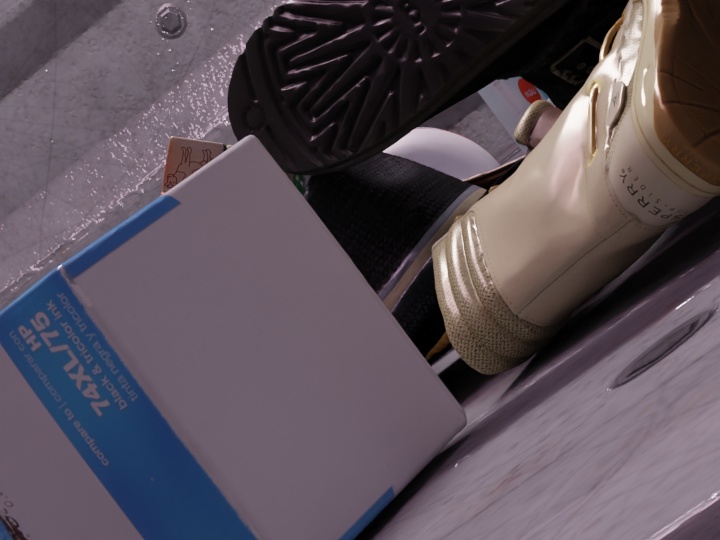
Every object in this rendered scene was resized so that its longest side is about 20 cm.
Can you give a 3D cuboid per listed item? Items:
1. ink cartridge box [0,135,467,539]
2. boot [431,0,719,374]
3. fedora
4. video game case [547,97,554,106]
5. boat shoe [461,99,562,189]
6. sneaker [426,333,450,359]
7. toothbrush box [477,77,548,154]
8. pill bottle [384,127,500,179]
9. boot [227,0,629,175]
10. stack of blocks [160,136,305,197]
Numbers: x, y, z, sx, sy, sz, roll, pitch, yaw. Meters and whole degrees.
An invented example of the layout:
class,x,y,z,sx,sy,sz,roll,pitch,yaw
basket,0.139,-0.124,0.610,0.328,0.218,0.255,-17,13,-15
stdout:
class,x,y,z,sx,sy,sz,roll,pitch,yaw
ink cartridge box,-0.095,0.076,1.001,0.200,0.146,0.147,-36,2,35
boot,0.103,-0.051,1.091,0.155,0.073,0.200,-45,15,30
fedora,0.000,0.000,1.209,0.201,0.091,0.201,-53,-6,-8
video game case,0.203,-0.155,1.374,0.200,0.022,0.183,-9,-40,-56
boat shoe,0.105,-0.051,1.279,0.202,0.075,0.075,-31,6,36
sneaker,0.059,-0.023,1.393,0.200,0.088,0.075,-36,0,-1
toothbrush box,0.123,-0.150,1.556,0.085,0.200,0.146,-39,4,-21
pill bottle,0.038,-0.029,1.530,0.112,0.113,0.200,-37,2,2
boot,0.055,-0.103,1.177,0.210,0.080,0.158,-30,-16,16
stack of blocks,-0.066,0.001,1.356,0.200,0.058,0.116,44,-126,-83
